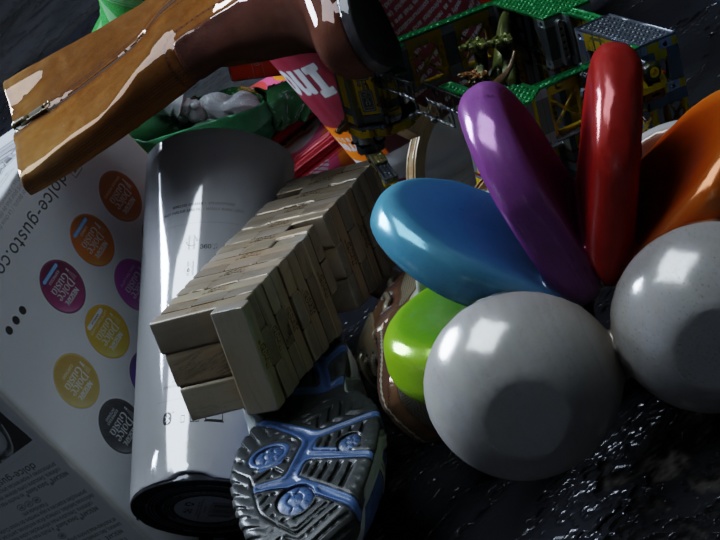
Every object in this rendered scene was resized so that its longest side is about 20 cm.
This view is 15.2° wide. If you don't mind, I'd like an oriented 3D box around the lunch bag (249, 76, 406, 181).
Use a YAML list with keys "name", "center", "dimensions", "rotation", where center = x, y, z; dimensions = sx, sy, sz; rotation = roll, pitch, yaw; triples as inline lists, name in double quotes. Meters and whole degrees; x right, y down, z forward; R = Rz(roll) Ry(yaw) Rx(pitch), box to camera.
- name: "lunch bag"
  center: [-0.033, -0.062, 1.656]
  dimensions: [0.200, 0.082, 0.176]
  rotation: [-38, 23, 3]

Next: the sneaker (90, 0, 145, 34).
- name: "sneaker"
  center: [-0.126, -0.182, 1.574]
  dimensions: [0.200, 0.083, 0.074]
  rotation: [-59, -5, 39]

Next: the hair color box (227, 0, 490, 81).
- name: "hair color box"
  center: [0.022, -0.167, 1.615]
  dimensions: [0.199, 0.061, 0.102]
  rotation: [-7, 21, 14]

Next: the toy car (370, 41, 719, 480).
- name: "toy car"
  center: [0.093, -0.018, 1.147]
  dimensions: [0.200, 0.150, 0.175]
  rotation: [-20, 23, 10]

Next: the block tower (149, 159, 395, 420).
- name: "block tower"
  center: [-0.036, 0.006, 1.317]
  dimensions: [0.058, 0.054, 0.200]
  rotation: [-14, 17, 24]

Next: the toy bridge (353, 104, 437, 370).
- name: "toy bridge"
  center: [0.000, 0.000, 1.438]
  dimensions: [0.200, 0.067, 0.027]
  rotation: [-65, 11, -8]

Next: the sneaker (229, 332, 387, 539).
- name: "sneaker"
  center: [-0.015, 0.097, 1.250]
  dimensions: [0.076, 0.077, 0.200]
  rotation: [-18, 20, 8]

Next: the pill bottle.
- name: "pill bottle"
  center: [0.014, -0.126, 1.506]
  dimensions: [0.113, 0.200, 0.113]
  rotation: [-36, 18, 14]

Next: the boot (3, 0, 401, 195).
- name: "boot"
  center: [-0.088, -0.103, 1.344]
  dimensions: [0.200, 0.069, 0.188]
  rotation: [-30, 36, 2]

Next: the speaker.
- name: "speaker"
  center: [-0.075, 0.029, 1.382]
  dimensions: [0.081, 0.081, 0.200]
  rotation: [-25, 54, 40]

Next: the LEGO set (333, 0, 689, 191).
- name: "LEGO set"
  center: [0.084, -0.058, 1.334]
  dimensions: [0.154, 0.116, 0.200]
  rotation: [-27, 24, -28]

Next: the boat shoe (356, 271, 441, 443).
- name: "boat shoe"
  center: [0.037, 0.038, 1.304]
  dimensions: [0.072, 0.076, 0.200]
  rotation: [-39, 8, 22]

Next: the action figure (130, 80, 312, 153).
- name: "action figure"
  center: [-0.124, -0.081, 1.593]
  dimensions: [0.199, 0.055, 0.118]
  rotation: [-11, -7, -5]

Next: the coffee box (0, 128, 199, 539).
- name: "coffee box"
  center: [-0.185, 0.061, 1.480]
  dimensions: [0.200, 0.198, 0.200]
  rotation: [-28, 23, 40]
